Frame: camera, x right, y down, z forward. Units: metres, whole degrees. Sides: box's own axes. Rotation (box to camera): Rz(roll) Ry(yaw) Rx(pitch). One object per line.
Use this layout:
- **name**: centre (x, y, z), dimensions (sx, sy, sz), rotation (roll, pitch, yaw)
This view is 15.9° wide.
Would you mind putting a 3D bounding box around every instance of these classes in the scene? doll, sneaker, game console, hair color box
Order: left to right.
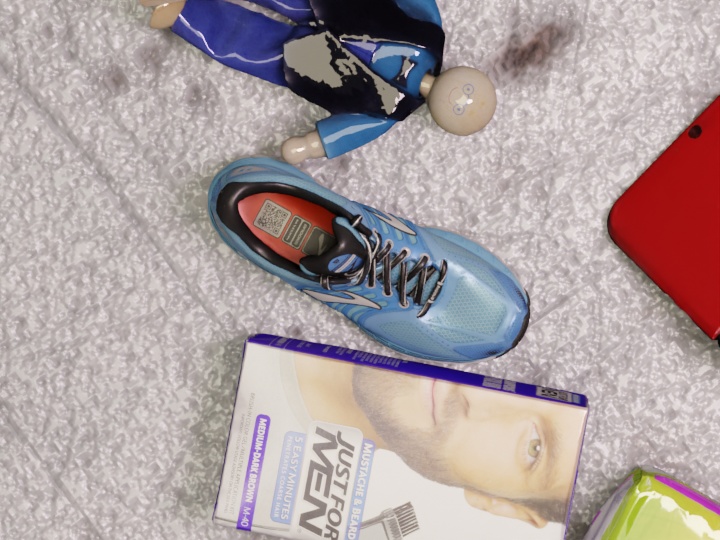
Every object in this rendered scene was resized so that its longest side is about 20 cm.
- **doll**: centre (-0.017, -0.125, 1.465), dimensions (0.200, 0.048, 0.137), rotation (22, 83, 3)
- **sneaker**: centre (0.000, 0.000, 1.451), dimensions (0.200, 0.090, 0.079), rotation (23, 95, 2)
- **hair color box**: centre (0.024, 0.108, 1.471), dimensions (0.200, 0.065, 0.110), rotation (10, 94, 2)
- **game console**: centre (0.276, -0.027, 1.464), dimensions (0.200, 0.119, 0.172), rotation (-46, 120, 6)

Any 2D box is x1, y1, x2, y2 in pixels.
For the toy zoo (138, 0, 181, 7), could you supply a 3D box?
- **toy zoo**: centre (-0.063, -0.250, 1.434), dimensions (0.131, 0.020, 0.200), rotation (-7, 67, 19)

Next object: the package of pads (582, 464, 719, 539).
- **package of pads**: centre (0.172, 0.227, 1.463), dimensions (0.154, 0.068, 0.200), rotation (29, 95, 2)
